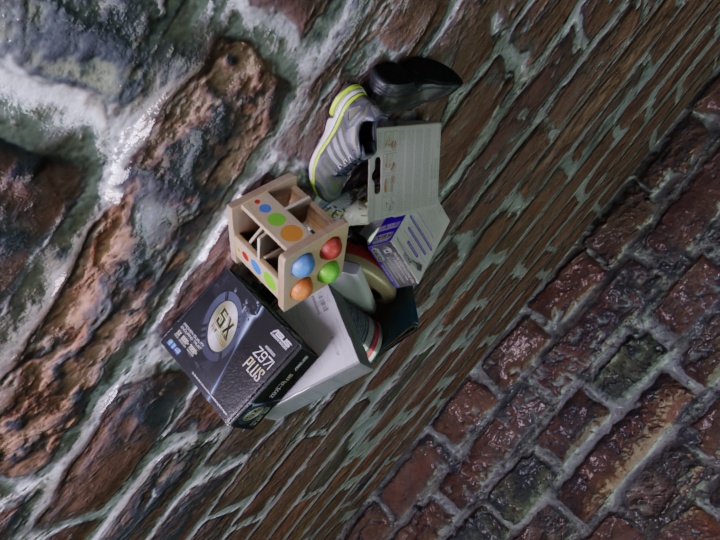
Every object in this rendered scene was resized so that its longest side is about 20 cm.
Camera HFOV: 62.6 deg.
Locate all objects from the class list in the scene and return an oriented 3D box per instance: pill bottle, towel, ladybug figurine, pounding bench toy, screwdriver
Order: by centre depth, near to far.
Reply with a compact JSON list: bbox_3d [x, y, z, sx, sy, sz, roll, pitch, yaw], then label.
[{"bbox_3d":[-0.111,-0.016,0.944,0.124,0.156,0.201,-33,152,-30],"label":"pounding bench toy"},{"bbox_3d":[-0.064,0.107,1.161,0.199,0.120,0.120,35,99,-28],"label":"pill bottle"},{"bbox_3d":[0.000,0.000,1.187,0.200,0.135,0.072,40,62,-43],"label":"ladybug figurine"},{"bbox_3d":[0.060,0.087,1.235,0.022,0.201,0.147,36,119,-25],"label":"towel"},{"bbox_3d":[0.029,-0.039,1.235,0.200,0.028,0.029,29,76,-49],"label":"screwdriver"}]

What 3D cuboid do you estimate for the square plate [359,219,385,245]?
[{"bbox_3d":[0.056,-0.069,1.297,0.199,0.028,0.200,-54,155,14],"label":"square plate"}]

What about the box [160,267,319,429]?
[{"bbox_3d":[-0.196,0.126,0.959,0.164,0.200,0.086,-46,155,-3],"label":"box"}]

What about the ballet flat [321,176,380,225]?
[{"bbox_3d":[0.011,-0.123,1.096,0.200,0.072,0.072,-32,151,-31],"label":"ballet flat"}]

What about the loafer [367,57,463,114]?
[{"bbox_3d":[0.085,-0.298,0.971,0.199,0.073,0.072,-15,150,-36],"label":"loafer"}]

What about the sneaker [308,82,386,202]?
[{"bbox_3d":[-0.022,-0.186,0.933,0.074,0.081,0.201,-23,146,-42],"label":"sneaker"}]

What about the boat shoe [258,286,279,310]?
[{"bbox_3d":[-0.184,0.074,1.075,0.200,0.062,0.075,-38,153,14],"label":"boat shoe"}]

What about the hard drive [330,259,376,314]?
[{"bbox_3d":[-0.046,0.025,1.150,0.200,0.131,0.027,67,40,-64],"label":"hard drive"}]

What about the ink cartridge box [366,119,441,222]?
[{"bbox_3d":[0.067,-0.180,1.058,0.199,0.050,0.162,-17,115,-42],"label":"ink cartridge box"}]

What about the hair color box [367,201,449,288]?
[{"bbox_3d":[0.101,-0.074,1.179,0.110,0.064,0.201,55,44,-25],"label":"hair color box"}]

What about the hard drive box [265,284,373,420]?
[{"bbox_3d":[-0.102,0.140,1.016,0.199,0.157,0.077,-28,154,9],"label":"hard drive box"}]
